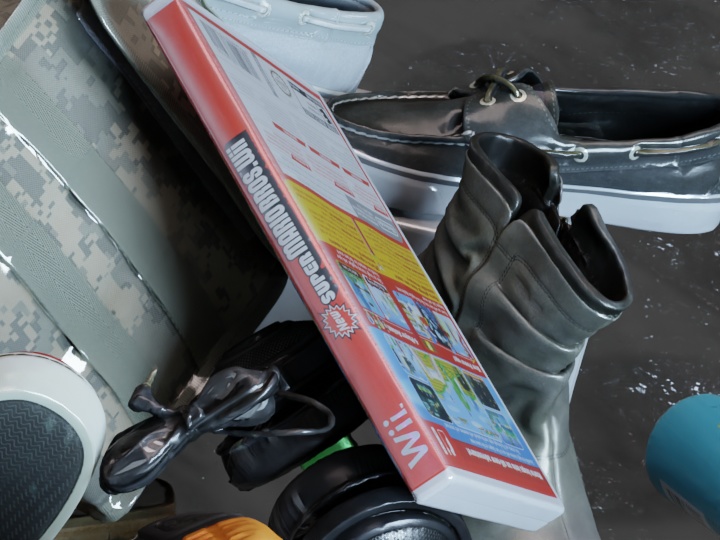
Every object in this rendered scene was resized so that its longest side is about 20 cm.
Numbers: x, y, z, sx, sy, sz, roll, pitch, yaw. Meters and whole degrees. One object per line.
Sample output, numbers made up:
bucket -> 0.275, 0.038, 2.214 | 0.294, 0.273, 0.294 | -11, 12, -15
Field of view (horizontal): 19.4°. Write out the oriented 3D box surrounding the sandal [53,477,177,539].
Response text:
sandal -> -0.090, 0.131, 0.734 | 0.077, 0.070, 0.212 | -7, 9, 0

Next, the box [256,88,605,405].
box -> 0.006, -0.012, 0.973 | 0.198, 0.098, 0.125 | 12, 30, -1

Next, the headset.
headset -> -0.025, 0.076, 0.733 | 0.094, 0.200, 0.124 | -31, 66, -2

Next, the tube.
tube -> 0.181, 0.108, 0.835 | 0.077, 0.051, 0.200 | 9, 15, -25

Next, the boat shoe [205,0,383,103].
boat shoe -> -0.073, -0.123, 0.901 | 0.200, 0.072, 0.070 | 17, 19, -39

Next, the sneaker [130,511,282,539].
sneaker -> -0.082, 0.157, 0.597 | 0.092, 0.200, 0.076 | 45, -2, -15

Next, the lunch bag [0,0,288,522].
lunch bag -> -0.107, -0.035, 0.795 | 0.117, 0.164, 0.200 | 2, 47, 46

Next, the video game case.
video game case -> 0.000, 0.000, 0.758 | 0.201, 0.017, 0.143 | 60, 12, 20

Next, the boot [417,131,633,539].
boot -> 0.067, 0.050, 0.826 | 0.067, 0.131, 0.201 | -3, 49, -37

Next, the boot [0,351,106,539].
boot -> -0.168, 0.066, 0.710 | 0.072, 0.199, 0.145 | 48, 16, -25

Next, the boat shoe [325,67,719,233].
boat shoe -> 0.072, -0.060, 0.924 | 0.198, 0.057, 0.069 | 6, 31, -12
